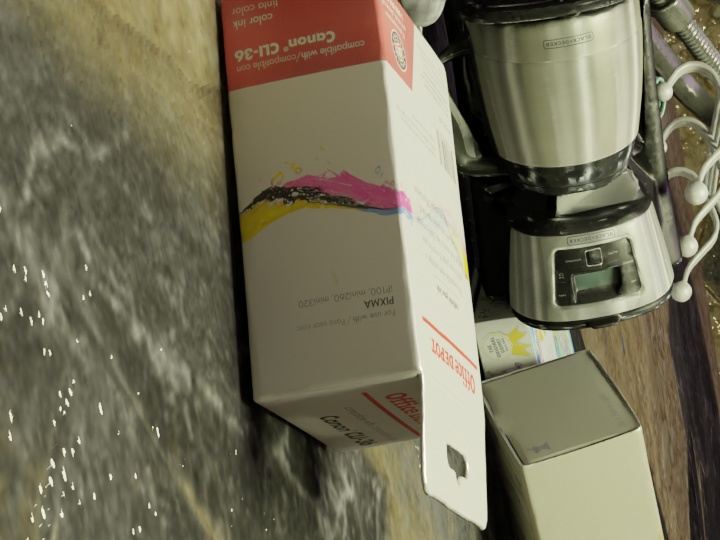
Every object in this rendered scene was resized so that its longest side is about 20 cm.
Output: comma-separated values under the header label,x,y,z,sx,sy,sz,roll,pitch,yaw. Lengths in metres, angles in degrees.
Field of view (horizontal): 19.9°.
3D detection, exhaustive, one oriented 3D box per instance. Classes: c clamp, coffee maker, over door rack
label,x,y,z,sx,sy,sz,roll,pitch,yaw
c clamp,0.199,-0.125,1.231,0.171,0.027,0.200,37,-5,47
coffee maker,0.118,-0.093,1.167,0.192,0.134,0.201,-58,144,-55
over door rack,0.228,-0.007,1.198,0.200,0.066,0.148,57,-9,23

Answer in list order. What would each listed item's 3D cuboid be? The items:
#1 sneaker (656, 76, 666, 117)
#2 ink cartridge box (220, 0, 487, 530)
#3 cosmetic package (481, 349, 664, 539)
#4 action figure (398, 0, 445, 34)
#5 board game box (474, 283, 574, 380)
label,x,y,z,sx,sy,sz,roll,pitch,yaw
sneaker,0.140,-0.124,1.333,0.074,0.118,0.201,61,24,-52
ink cartridge box,0.000,0.000,0.800,0.116,0.067,0.201,43,39,-68
cosmetic package,0.130,0.160,1.170,0.104,0.073,0.201,-115,-170,-63
action figure,0.015,-0.209,0.997,0.130,0.069,0.201,-56,140,-80
board game box,0.113,0.085,1.274,0.135,0.034,0.201,-72,150,-62
